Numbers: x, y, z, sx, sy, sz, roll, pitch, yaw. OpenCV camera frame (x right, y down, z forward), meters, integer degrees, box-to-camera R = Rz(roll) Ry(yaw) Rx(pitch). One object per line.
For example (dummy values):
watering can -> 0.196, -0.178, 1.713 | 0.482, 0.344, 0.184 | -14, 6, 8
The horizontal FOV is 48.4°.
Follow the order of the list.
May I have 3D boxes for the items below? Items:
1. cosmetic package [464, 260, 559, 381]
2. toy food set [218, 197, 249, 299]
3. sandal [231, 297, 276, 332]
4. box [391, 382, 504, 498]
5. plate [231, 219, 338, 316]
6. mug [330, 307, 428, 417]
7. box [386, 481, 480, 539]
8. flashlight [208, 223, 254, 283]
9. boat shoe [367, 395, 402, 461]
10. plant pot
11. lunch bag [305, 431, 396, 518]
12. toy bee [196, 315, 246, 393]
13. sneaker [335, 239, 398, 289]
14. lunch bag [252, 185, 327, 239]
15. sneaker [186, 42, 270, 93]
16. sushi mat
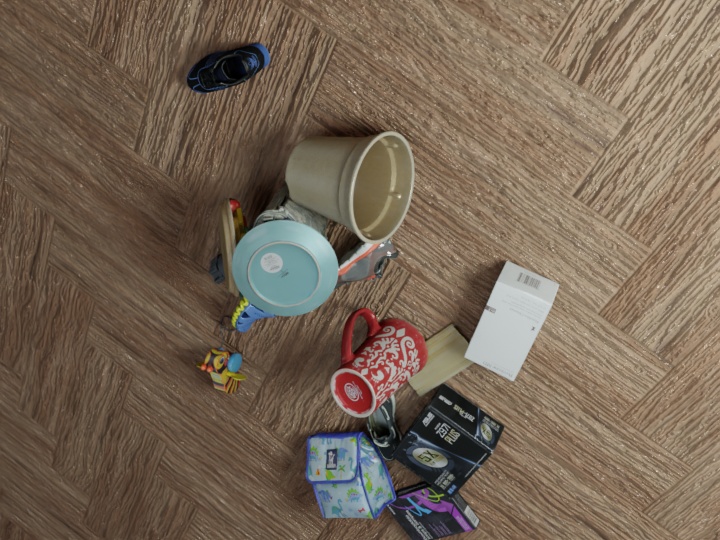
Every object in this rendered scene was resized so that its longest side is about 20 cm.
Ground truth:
cosmetic package -> 0.282, 0.097, 1.508 | 0.112, 0.081, 0.201 | 23, 127, 12
toy food set -> -0.245, -0.042, 1.570 | 0.048, 0.199, 0.201 | -6, 133, -13
sandal -> -0.222, 0.079, 1.782 | 0.087, 0.080, 0.200 | 37, 131, -1
box -> 0.186, 0.369, 1.727 | 0.163, 0.086, 0.201 | 36, 130, 6
plate -> -0.140, 0.003, 1.473 | 0.198, 0.026, 0.202 | 0, 119, 1
mug -> 0.018, 0.189, 1.628 | 0.177, 0.200, 0.134 | 35, 128, 14
box -> 0.165, 0.570, 1.896 | 0.199, 0.036, 0.143 | -31, 101, 40
flashlight -> -0.259, -0.042, 1.739 | 0.199, 0.068, 0.068 | -28, 95, 44
boat shoe -> 0.048, 0.360, 1.814 | 0.075, 0.060, 0.202 | 2, 119, 28
plant pot -> -0.029, -0.167, 1.465 | 0.182, 0.200, 0.202 | 17, 127, 33
lunch bag -> -0.032, 0.480, 1.901 | 0.169, 0.127, 0.202 | -12, 98, 36
toy bee -> -0.345, 0.225, 1.920 | 0.130, 0.109, 0.202 | -6, 116, 33
sneaker -> 0.000, 0.000, 1.612 | 0.082, 0.077, 0.200 | 43, 131, -10
lunch bag -> -0.139, -0.065, 1.561 | 0.138, 0.200, 0.169 | -10, 111, 11
sneaker -> -0.267, -0.379, 1.520 | 0.198, 0.078, 0.071 | -13, 112, 34
sushi mat -> 0.158, 0.190, 1.679 | 0.096, 0.012, 0.200 | 46, 129, -5
